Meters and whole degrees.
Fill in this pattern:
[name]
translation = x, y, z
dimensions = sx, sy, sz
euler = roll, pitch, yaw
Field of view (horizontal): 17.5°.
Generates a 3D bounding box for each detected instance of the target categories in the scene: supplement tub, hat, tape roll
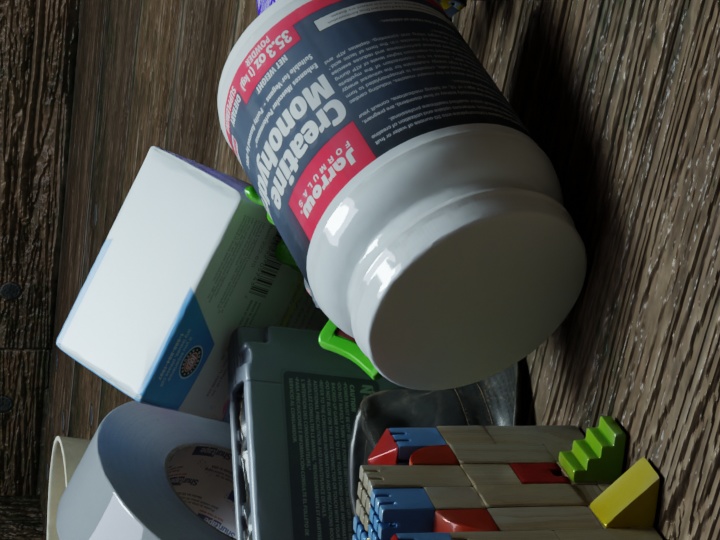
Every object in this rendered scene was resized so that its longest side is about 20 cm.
[supplement tub]
translation = 0.020, -0.050, 1.231
dimensions = 0.140, 0.140, 0.200
euler = 102, 148, -42
[hat]
translation = 0.037, 0.119, 1.347
dimensions = 0.201, 0.081, 0.201
euler = 180, 90, -78
[tape roll]
translation = -0.092, 0.169, 1.500
dimensions = 0.066, 0.200, 0.200
euler = -59, 25, 23

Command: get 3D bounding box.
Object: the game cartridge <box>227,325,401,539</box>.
[game cartridge]
translation = -0.012, 0.134, 1.438
dimensions = 0.042, 0.133, 0.200
euler = -42, 45, 51

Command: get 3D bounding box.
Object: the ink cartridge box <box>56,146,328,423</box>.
[ink cartridge box]
translation = -0.084, 0.019, 1.521
dimensions = 0.085, 0.200, 0.145
euler = 29, 94, 32

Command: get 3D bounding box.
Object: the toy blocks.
[toy blocks]
translation = 0.058, 0.126, 1.126
dimensions = 0.200, 0.137, 0.100
euler = -122, 35, -68

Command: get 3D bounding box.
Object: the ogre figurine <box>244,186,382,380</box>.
[ogre figurine]
translation = 0.000, 0.000, 1.411
dimensions = 0.120, 0.098, 0.200
euler = 43, 154, 24

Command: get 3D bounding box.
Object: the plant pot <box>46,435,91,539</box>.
[plant pot]
translation = -0.142, 0.223, 1.861
dimensions = 0.187, 0.200, 0.188
euler = 180, 90, -77

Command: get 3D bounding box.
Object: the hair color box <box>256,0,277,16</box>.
[hair color box]
translation = -0.005, -0.155, 1.480
dimensions = 0.065, 0.109, 0.200
euler = 106, 161, -53

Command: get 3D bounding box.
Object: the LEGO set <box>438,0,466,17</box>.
[LEGO set]
translation = -0.017, -0.205, 1.392
dimensions = 0.116, 0.154, 0.200
euler = -34, 53, 39
